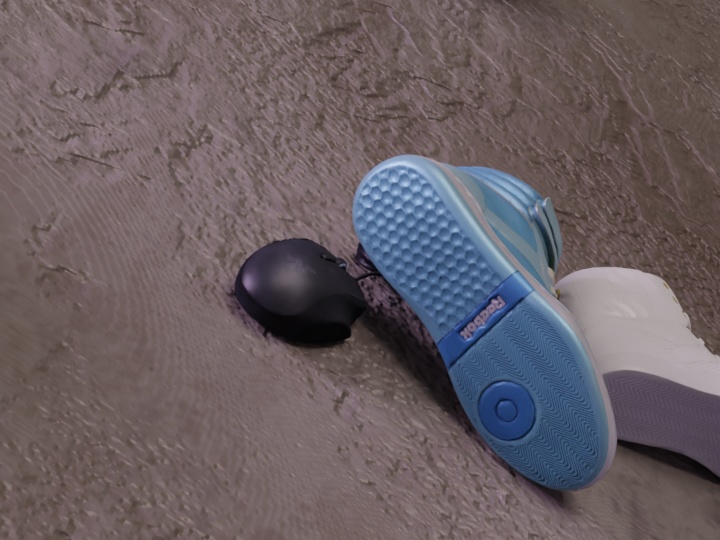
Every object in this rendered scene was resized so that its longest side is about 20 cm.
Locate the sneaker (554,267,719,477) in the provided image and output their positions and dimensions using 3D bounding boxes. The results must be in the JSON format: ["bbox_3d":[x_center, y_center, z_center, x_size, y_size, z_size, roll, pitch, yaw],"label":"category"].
[{"bbox_3d":[0.199,0.057,1.397,0.200,0.074,0.116,22,32,-26],"label":"sneaker"}]

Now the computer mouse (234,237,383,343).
[{"bbox_3d":[0.000,0.000,1.284,0.059,0.034,0.200,44,25,17],"label":"computer mouse"}]

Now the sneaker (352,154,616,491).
[{"bbox_3d":[0.089,0.020,1.298,0.200,0.080,0.131,59,25,9],"label":"sneaker"}]
